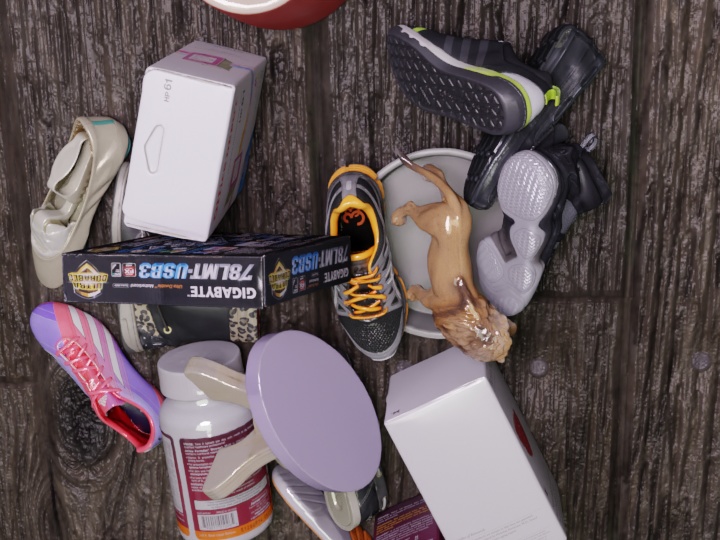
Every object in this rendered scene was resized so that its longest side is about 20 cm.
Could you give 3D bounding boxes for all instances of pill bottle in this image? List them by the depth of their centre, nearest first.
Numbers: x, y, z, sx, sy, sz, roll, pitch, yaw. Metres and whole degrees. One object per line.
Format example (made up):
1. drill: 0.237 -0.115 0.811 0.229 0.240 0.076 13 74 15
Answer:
1. pill bottle: -0.159 0.187 1.195 0.107 0.110 0.204 -5 107 6

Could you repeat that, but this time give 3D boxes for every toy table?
1. toy table: -0.080 0.147 1.107 0.116 0.185 0.202 -9 124 37

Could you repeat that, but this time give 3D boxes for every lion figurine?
1. lion figurine: 0.086 -0.011 1.058 0.072 0.122 0.203 -26 115 -16

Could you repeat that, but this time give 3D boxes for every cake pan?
1. cake pan: 0.084 -0.030 1.145 0.196 0.037 0.204 1 107 5

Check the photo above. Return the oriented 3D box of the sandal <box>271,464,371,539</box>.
1. sandal: -0.038 0.308 1.245 0.059 0.079 0.207 -43 91 17

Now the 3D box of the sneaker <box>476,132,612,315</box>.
1. sneaker: 0.182 -0.044 1.070 0.113 0.076 0.202 -26 144 -28

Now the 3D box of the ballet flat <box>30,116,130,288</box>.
1. ballet flat: -0.308 -0.071 1.147 0.069 0.070 0.202 27 105 -4

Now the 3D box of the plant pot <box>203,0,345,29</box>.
1. plant pot: -0.091 -0.312 0.999 0.196 0.178 0.204 2 108 5

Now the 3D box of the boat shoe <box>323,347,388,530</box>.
1. boat shoe: -0.011 0.180 1.214 0.067 0.071 0.204 -15 101 -30

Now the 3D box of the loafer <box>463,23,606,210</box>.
1. loafer: 0.171 -0.141 1.070 0.070 0.068 0.202 32 88 -14

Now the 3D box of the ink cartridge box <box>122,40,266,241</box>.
1. ink cartridge box: -0.154 -0.129 1.048 0.083 0.200 0.147 13 109 1

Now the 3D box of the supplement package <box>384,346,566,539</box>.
1. supplement package: 0.122 0.196 1.168 0.118 0.121 0.202 -25 104 12

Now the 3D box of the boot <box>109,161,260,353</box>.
1. boot: -0.181 -0.013 1.158 0.151 0.074 0.207 0 107 0

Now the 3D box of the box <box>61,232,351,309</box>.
1. box: -0.132 -0.004 0.995 0.195 0.200 0.051 0 97 20

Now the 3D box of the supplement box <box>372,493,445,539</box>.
1. supplement box: 0.070 0.337 1.175 0.085 0.200 0.112 -25 104 11

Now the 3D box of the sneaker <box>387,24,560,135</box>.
1. sneaker: 0.107 -0.186 1.051 0.082 0.199 0.073 -30 137 -25

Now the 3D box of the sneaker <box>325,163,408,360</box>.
1. sneaker: 0.000 0.000 1.102 0.077 0.077 0.203 -11 108 7

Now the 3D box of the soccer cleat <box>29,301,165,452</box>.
1. soccer cleat: -0.284 0.115 1.200 0.067 0.077 0.200 -40 101 15
